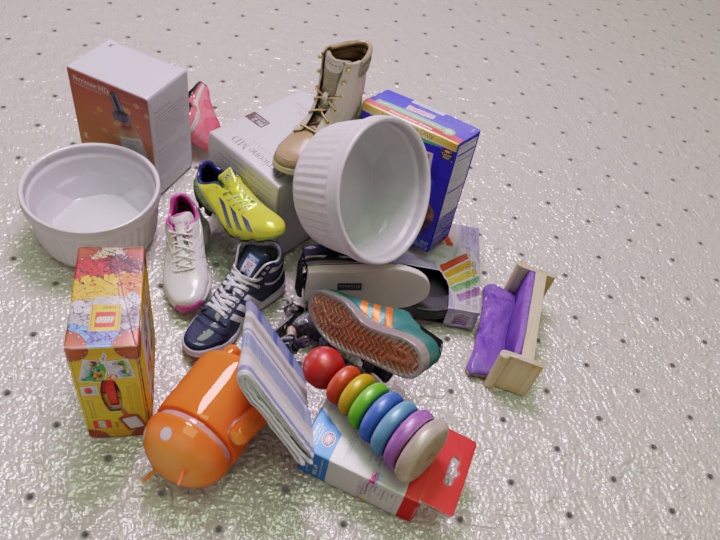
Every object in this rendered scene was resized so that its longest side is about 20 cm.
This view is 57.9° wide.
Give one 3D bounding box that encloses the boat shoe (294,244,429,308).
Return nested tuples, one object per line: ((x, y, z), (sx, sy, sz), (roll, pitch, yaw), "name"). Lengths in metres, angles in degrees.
((0.000, 0.000, 0.972), (0.200, 0.075, 0.093), (5, 32, -13), "boat shoe")

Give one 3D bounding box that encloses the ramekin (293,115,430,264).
((-0.001, -0.114, 0.909), (0.105, 0.200, 0.200), (13, 40, 40), "ramekin")

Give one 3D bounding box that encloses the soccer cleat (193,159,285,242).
((-0.184, -0.104, 0.960), (0.065, 0.084, 0.200), (-21, 39, -39), "soccer cleat")

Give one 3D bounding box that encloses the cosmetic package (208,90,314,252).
((-0.122, -0.160, 1.080), (0.165, 0.165, 0.200), (39, 53, 21), "cosmetic package")

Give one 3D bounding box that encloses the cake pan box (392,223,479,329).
((0.101, -0.002, 1.066), (0.184, 0.052, 0.200), (10, 49, 1), "cake pan box")

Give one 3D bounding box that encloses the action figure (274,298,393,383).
((-0.042, 0.098, 0.938), (0.200, 0.069, 0.130), (36, 55, 22), "action figure")

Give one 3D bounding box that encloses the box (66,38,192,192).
((-0.377, -0.251, 1.083), (0.152, 0.200, 0.106), (24, 49, 10), "box")

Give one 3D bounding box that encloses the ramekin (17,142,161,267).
((-0.408, -0.094, 1.004), (0.200, 0.105, 0.200), (6, 49, -7), "ramekin")

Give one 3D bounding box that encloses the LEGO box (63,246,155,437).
((-0.300, 0.091, 0.801), (0.077, 0.200, 0.149), (-1, 49, -13), "LEGO box")

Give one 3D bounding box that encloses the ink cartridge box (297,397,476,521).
((0.034, 0.235, 0.832), (0.200, 0.067, 0.116), (23, 49, 9), "ink cartridge box")

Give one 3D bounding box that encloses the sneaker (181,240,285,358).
((-0.181, 0.032, 0.938), (0.070, 0.109, 0.200), (32, 51, 17), "sneaker")

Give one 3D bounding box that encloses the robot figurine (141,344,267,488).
((-0.184, 0.179, 0.803), (0.144, 0.117, 0.200), (25, 49, 11), "robot figurine")

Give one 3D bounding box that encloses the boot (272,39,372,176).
((-0.054, -0.239, 0.948), (0.072, 0.155, 0.200), (32, 51, 15), "boot")

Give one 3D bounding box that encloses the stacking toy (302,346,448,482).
((0.008, 0.164, 0.800), (0.200, 0.085, 0.085), (36, 52, 27), "stacking toy")

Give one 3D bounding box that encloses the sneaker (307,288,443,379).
((0.020, 0.079, 0.881), (0.200, 0.071, 0.080), (28, 25, 28), "sneaker")

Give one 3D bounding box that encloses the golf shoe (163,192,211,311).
((-0.269, -0.031, 0.983), (0.075, 0.092, 0.200), (-10, 51, -5), "golf shoe")

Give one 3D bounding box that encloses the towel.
((-0.106, 0.131, 0.802), (0.024, 0.147, 0.200), (-30, 22, 4), "towel")

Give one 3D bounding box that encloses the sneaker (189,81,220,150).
((-0.303, -0.285, 1.230), (0.087, 0.074, 0.200), (41, 23, -30), "sneaker")

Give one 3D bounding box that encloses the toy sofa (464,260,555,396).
((0.231, 0.081, 0.998), (0.097, 0.083, 0.200), (20, 48, 4), "toy sofa")

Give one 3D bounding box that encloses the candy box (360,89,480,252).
((0.075, -0.155, 1.023), (0.169, 0.200, 0.077), (30, 41, 21), "candy box")
